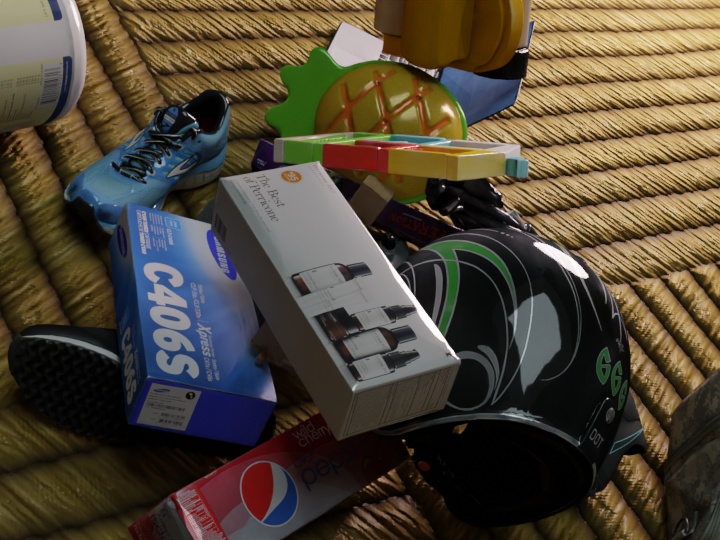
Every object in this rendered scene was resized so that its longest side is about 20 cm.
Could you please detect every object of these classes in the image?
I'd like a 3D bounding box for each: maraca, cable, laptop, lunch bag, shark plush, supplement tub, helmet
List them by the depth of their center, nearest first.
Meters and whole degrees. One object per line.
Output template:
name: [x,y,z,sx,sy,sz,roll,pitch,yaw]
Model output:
helmet: [0.095,0.064,0.870,0.197,0.201,0.193,19,51,-11]
supplement tub: [-0.340,-0.177,0.978,0.198,0.146,0.145,-20,58,-42]
shark plush: [0.000,0.000,0.981,0.090,0.084,0.200,34,2,18]
lunch bag: [0.357,0.197,1.004,0.197,0.140,0.169,23,56,-5]
cable: [0.133,-0.036,1.084,0.162,0.051,0.200,34,-2,10]
maraca: [0.007,-0.141,1.168,0.197,0.107,0.139,19,82,5]
laptop: [0.064,-0.222,1.284,0.198,0.117,0.188,25,39,-4]

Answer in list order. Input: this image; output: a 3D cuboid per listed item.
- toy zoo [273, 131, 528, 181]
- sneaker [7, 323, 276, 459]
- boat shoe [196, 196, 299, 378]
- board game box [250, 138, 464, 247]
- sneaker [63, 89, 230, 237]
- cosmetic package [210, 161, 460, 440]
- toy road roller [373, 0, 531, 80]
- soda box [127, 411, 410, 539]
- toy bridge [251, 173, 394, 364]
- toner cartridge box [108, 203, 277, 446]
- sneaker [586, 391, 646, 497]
toy zoo: [0.045,-0.095,0.990,0.197,0.021,0.131,8,12,29]
sneaker: [-0.158,0.075,0.888,0.197,0.071,0.090,17,27,-15]
boat shoe: [-0.085,0.007,0.990,0.065,0.074,0.203,49,6,-45]
board game box: [-0.005,-0.064,1.093,0.197,0.033,0.120,24,4,-5]
sneaker: [-0.179,-0.104,1.036,0.078,0.091,0.200,34,41,8]
cosmetic package: [-0.021,0.012,0.792,0.081,0.051,0.201,-11,48,-30]
toy road roller: [0.074,-0.260,1.190,0.198,0.125,0.145,22,27,36]
soda box: [-0.059,0.154,0.841,0.199,0.070,0.064,-23,78,-45]
toy bridge: [-0.033,0.005,0.889,0.027,0.067,0.201,36,41,-3]
toner cartridge box: [-0.124,0.034,0.863,0.094,0.044,0.201,15,31,-26]
sneaker: [0.163,0.155,0.975,0.199,0.075,0.080,-30,93,-31]
